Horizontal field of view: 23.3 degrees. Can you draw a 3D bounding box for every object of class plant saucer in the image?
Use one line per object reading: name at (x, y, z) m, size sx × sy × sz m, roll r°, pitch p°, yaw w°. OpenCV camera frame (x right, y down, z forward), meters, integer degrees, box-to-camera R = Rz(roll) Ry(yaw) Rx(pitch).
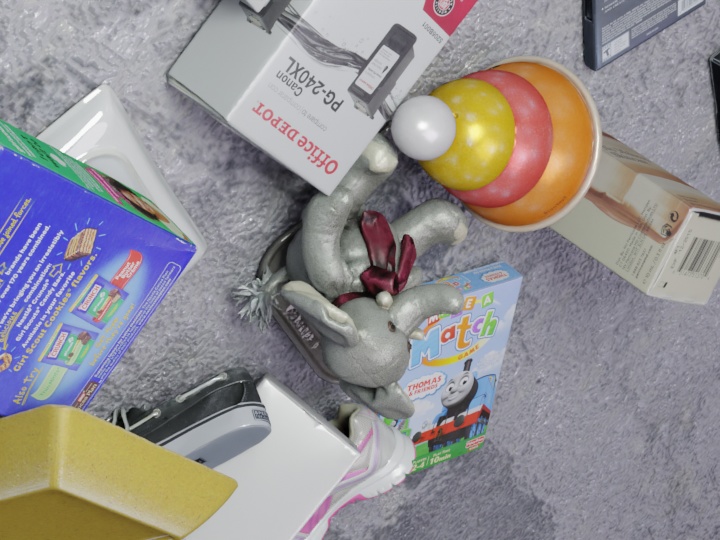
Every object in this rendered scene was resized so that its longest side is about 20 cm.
plant saucer at (-0.224, 0.169, 1.272) m, size 0.199 × 0.049 × 0.200 m, roll -17°, pitch 149°, yaw 31°

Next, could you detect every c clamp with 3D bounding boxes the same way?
c clamp at (0.000, 0.000, 1.465) m, size 0.171 × 0.027 × 0.200 m, roll -36°, pitch 127°, yaw -12°

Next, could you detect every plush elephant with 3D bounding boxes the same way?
plush elephant at (0.008, 0.020, 1.360) m, size 0.200 × 0.155 × 0.165 m, roll -37°, pitch 143°, yaw 2°

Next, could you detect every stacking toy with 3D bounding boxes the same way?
stacking toy at (0.090, -0.108, 1.374) m, size 0.200 × 0.146 × 0.147 m, roll 5°, pitch 116°, yaw -58°

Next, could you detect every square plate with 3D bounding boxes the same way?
square plate at (-0.215, -0.006, 1.269) m, size 0.200 × 0.028 × 0.198 m, roll -42°, pitch 141°, yaw -12°

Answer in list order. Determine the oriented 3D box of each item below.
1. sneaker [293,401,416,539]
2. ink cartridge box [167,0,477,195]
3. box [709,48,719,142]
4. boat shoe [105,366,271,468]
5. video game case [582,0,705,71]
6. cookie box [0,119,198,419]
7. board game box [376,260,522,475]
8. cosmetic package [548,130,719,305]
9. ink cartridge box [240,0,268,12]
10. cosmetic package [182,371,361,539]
sneaker at (-0.053, 0.185, 1.549) m, size 0.200 × 0.081 × 0.088 m, roll -38°, pitch 119°, yaw -5°
ink cartridge box at (-0.024, -0.174, 1.281) m, size 0.200 × 0.083 × 0.145 m, roll -53°, pitch 142°, yaw 2°
box at (0.465, -0.175, 1.739) m, size 0.196 × 0.124 × 0.200 m, roll -41°, pitch 141°, yaw -16°
boat shoe at (-0.171, 0.138, 1.394) m, size 0.199 × 0.068 × 0.074 m, roll -28°, pitch 154°, yaw 10°
video game case at (0.249, -0.287, 1.516) m, size 0.143 × 0.019 × 0.201 m, roll -32°, pitch 137°, yaw -23°
cookie box at (-0.234, 0.002, 1.173) m, size 0.172 × 0.075 × 0.200 m, roll -54°, pitch 142°, yaw 5°
board game box at (0.068, 0.098, 1.626) m, size 0.151 × 0.037 × 0.201 m, roll -16°, pitch 129°, yaw -35°
cosmetic package at (0.224, -0.059, 1.527) m, size 0.103 × 0.200 × 0.088 m, roll 7°, pitch 114°, yaw -49°
ink cartridge box at (-0.050, -0.291, 1.174) m, size 0.200 × 0.068 × 0.115 m, roll -50°, pitch 142°, yaw -2°
cosmetic package at (-0.102, 0.195, 1.460) m, size 0.200 × 0.108 × 0.085 m, roll -49°, pitch -178°, yaw -2°
